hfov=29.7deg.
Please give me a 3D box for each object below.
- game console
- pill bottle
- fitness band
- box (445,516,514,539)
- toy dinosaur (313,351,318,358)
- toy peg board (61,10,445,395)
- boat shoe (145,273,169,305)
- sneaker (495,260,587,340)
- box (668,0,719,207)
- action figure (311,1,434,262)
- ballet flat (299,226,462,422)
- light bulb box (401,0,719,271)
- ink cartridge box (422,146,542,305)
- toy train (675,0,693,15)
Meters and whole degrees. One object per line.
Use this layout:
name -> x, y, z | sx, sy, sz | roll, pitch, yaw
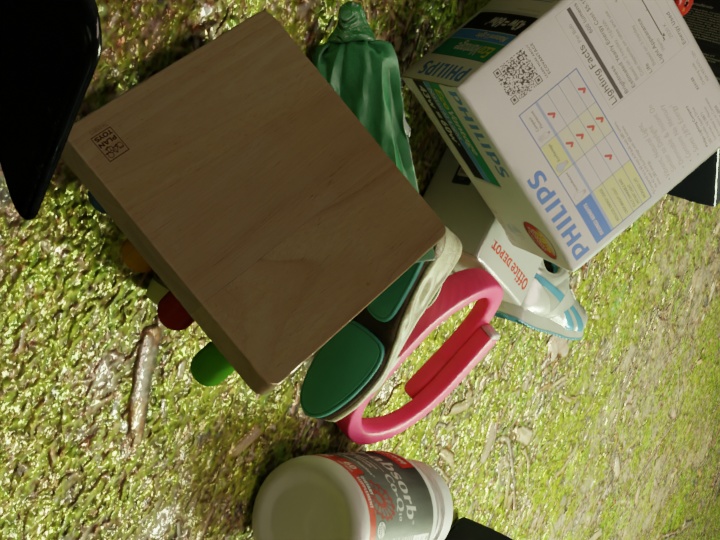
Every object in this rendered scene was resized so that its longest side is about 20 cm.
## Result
game console -> -0.135, -0.151, 0.665 | 0.176, 0.116, 0.200 | -51, -176, -31
pill bottle -> 0.000, 0.222, 1.228 | 0.200, 0.115, 0.116 | 9, 100, -61
fitness band -> 0.056, 0.081, 1.243 | 0.200, 0.037, 0.143 | -50, 153, 15
box -> 0.116, 0.414, 1.561 | 0.148, 0.104, 0.201 | -37, 138, -43
toy dinosaur -> 0.000, 0.000, 1.168 | 0.101, 0.058, 0.201 | -4, 125, -41
toy peg board -> -0.082, -0.035, 0.903 | 0.200, 0.199, 0.098 | -40, -179, -41
boat shoe -> -0.072, 0.005, 1.009 | 0.200, 0.075, 0.069 | 9, 106, -60
sneaker -> 0.208, 0.027, 1.500 | 0.200, 0.076, 0.081 | 16, 93, -63
box -> 0.429, -0.223, 1.674 | 0.200, 0.117, 0.197 | -49, 145, -34
action figure -> -0.001, -0.108, 1.053 | 0.055, 0.117, 0.201 | -62, 152, -64
ballet flat -> 0.023, 0.049, 1.134 | 0.062, 0.067, 0.200 | 15, 113, -51
light bulb box -> 0.178, -0.144, 1.151 | 0.200, 0.125, 0.199 | -39, 112, -9
ink cartridge box -> 0.141, -0.085, 1.303 | 0.201, 0.084, 0.146 | -65, 150, -9
toy train -> 0.286, -0.344, 1.400 | 0.115, 0.085, 0.201 | -29, 133, -32
